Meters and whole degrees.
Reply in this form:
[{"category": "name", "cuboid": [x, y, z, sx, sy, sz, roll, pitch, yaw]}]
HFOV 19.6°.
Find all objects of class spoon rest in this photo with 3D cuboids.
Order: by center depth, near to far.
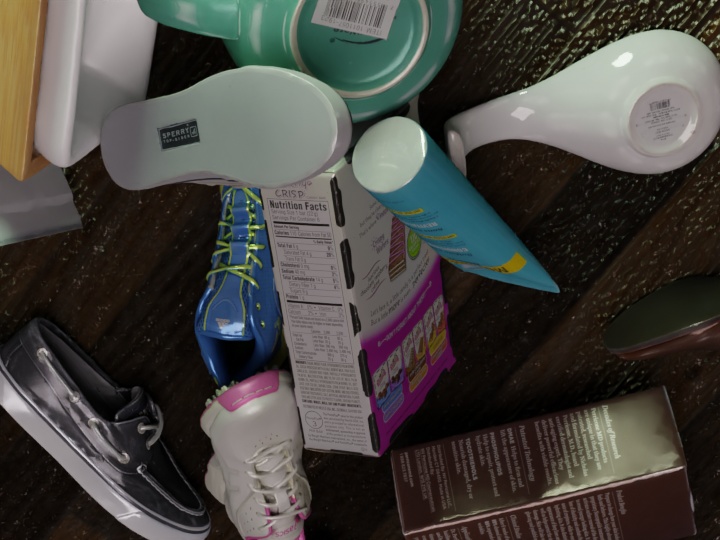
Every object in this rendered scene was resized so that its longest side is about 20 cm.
[{"category": "spoon rest", "cuboid": [0.146, -0.101, 1.368, 0.198, 0.061, 0.100, -11, 116, -10]}]

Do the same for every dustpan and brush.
[{"category": "dustpan and brush", "cuboid": [-0.260, -0.107, 1.333, 0.057, 0.139, 0.202, -20, 90, 18]}]

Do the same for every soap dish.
[{"category": "soap dish", "cuboid": [-0.181, -0.174, 1.278, 0.080, 0.157, 0.202, 15, 114, 11]}]

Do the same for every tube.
[{"category": "tube", "cuboid": [0.059, -0.033, 1.332, 0.200, 0.077, 0.051, 41, 72, -54]}]

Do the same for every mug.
[{"category": "mug", "cuboid": [-0.027, -0.160, 1.281, 0.184, 0.115, 0.153, -32, 121, 2]}]

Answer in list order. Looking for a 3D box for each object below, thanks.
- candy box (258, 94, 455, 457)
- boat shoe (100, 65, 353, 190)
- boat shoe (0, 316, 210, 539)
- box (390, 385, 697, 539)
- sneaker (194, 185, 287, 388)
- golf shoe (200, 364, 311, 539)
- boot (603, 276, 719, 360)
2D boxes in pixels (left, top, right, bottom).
[{"category": "candy box", "cuboid": [0.000, 0.000, 1.355, 0.060, 0.136, 0.202, 4, 116, 25]}, {"category": "boat shoe", "cuboid": [-0.070, -0.080, 1.243, 0.199, 0.065, 0.073, -10, 91, 44]}, {"category": "boat shoe", "cuboid": [-0.169, 0.112, 1.447, 0.068, 0.072, 0.200, -42, 101, 18]}, {"category": "box", "cuboid": [0.128, 0.154, 1.444, 0.198, 0.076, 0.100, -12, 144, 5]}, {"category": "sneaker", "cuboid": [-0.066, -0.008, 1.369, 0.075, 0.105, 0.202, 7, 114, 6]}, {"category": "golf shoe", "cuboid": [-0.060, 0.132, 1.395, 0.075, 0.092, 0.200, -23, 157, -12]}, {"category": "boot", "cuboid": [0.283, 0.093, 1.449, 0.185, 0.064, 0.201, -18, 117, 10]}]
